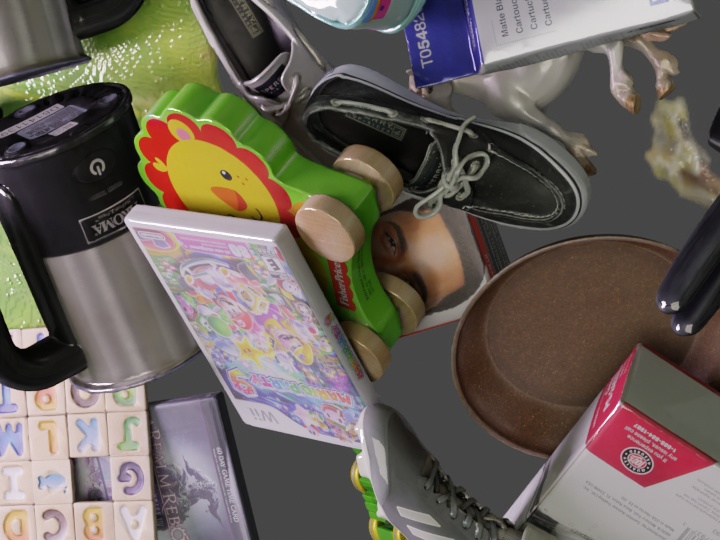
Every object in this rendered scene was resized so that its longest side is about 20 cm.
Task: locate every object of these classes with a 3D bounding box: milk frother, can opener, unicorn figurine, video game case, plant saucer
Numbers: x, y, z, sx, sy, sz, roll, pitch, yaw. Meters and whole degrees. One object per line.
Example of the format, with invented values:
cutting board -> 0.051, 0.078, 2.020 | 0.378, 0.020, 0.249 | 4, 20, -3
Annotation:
milk frother -> -0.247, -0.225, 1.539 | 0.179, 0.200, 0.190 | -15, 95, 11
can opener -> 0.253, -0.044, 1.476 | 0.078, 0.063, 0.201 | 13, 70, 48
unicorn figurine -> 0.121, -0.129, 1.531 | 0.200, 0.074, 0.137 | -45, 78, 10
video game case -> -0.065, 0.041, 1.532 | 0.142, 0.018, 0.201 | 8, 138, 40
video game case -> -0.181, 0.175, 1.730 | 0.198, 0.019, 0.144 | -9, 102, 20
plant saucer -> 0.159, 0.046, 1.545 | 0.199, 0.037, 0.202 | -2, 128, -2
milk frother -> -0.223, -0.026, 1.632 | 0.179, 0.200, 0.189 | -22, 114, -7

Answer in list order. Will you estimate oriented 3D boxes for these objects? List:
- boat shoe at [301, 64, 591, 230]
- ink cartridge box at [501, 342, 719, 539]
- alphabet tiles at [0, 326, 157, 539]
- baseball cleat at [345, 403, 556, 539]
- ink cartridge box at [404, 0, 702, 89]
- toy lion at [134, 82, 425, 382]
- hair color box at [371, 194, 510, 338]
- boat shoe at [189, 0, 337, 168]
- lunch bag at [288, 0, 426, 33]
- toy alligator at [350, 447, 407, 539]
boat shoe -> 0.056, -0.073, 1.491 | 0.198, 0.068, 0.074 | 28, 120, -1
ink cartridge box -> 0.190, 0.173, 1.550 | 0.145, 0.084, 0.200 | 32, 123, -4
alphabet tiles -> -0.251, 0.128, 1.724 | 0.198, 0.008, 0.169 | -4, 90, 19
baseball cleat -> 0.072, 0.166, 1.510 | 0.106, 0.070, 0.201 | -16, 114, 24
ink cartridge box -> 0.106, -0.237, 1.481 | 0.199, 0.041, 0.201 | -14, 83, 16
toy lion -> -0.061, -0.034, 1.511 | 0.191, 0.069, 0.201 | 20, 145, 26
hair color box -> 0.000, 0.000, 1.603 | 0.199, 0.061, 0.102 | -18, 98, 20
boat shoe -> -0.054, -0.137, 1.580 | 0.072, 0.066, 0.201 | -29, 94, 22
lunch bag -> -0.017, -0.257, 1.496 | 0.200, 0.077, 0.161 | 35, 111, 34
toy alligator -> 0.042, 0.191, 1.649 | 0.054, 0.059, 0.201 | -22, 99, -20
